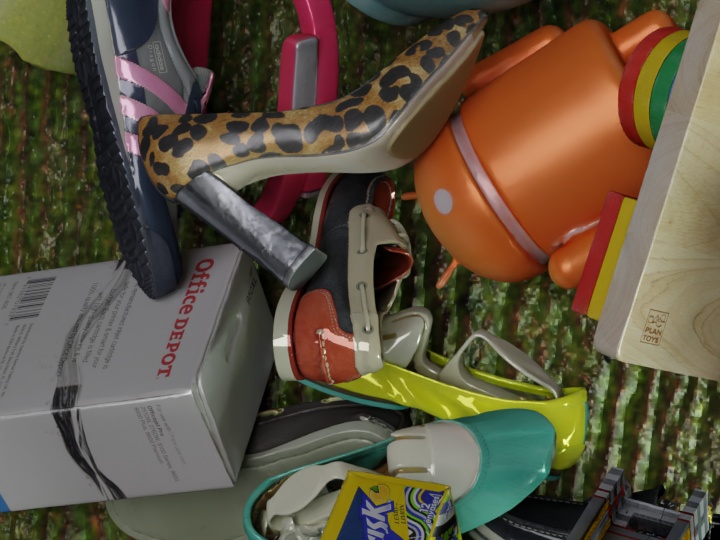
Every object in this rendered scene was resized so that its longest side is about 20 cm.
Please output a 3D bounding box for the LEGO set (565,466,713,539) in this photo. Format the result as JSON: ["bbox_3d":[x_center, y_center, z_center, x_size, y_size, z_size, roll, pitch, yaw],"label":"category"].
[{"bbox_3d":[0.190,0.192,1.210,0.199,0.116,0.154,6,129,33],"label":"LEGO set"}]

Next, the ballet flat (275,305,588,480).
[{"bbox_3d":[0.047,0.061,1.346,0.199,0.067,0.067,22,108,10],"label":"ballet flat"}]

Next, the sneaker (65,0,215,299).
[{"bbox_3d":[-0.120,-0.086,1.346,0.082,0.070,0.201,-12,95,-22],"label":"sneaker"}]

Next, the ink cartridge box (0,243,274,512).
[{"bbox_3d":[-0.164,0.068,1.377,0.199,0.145,0.085,-8,127,18],"label":"ink cartridge box"}]

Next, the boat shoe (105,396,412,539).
[{"bbox_3d":[-0.062,0.125,1.390,0.200,0.061,0.072,-12,113,19],"label":"boat shoe"}]

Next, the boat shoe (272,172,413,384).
[{"bbox_3d":[0.000,0.000,1.322,0.062,0.200,0.072,-4,120,16],"label":"boat shoe"}]

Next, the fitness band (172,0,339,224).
[{"bbox_3d":[-0.071,-0.120,1.373,0.143,0.037,0.201,35,128,41],"label":"fitness band"}]

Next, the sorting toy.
[{"bbox_3d":[0.206,-0.043,1.246,0.069,0.199,0.200,22,96,44],"label":"sorting toy"}]

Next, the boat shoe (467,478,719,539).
[{"bbox_3d":[0.157,0.153,1.298,0.199,0.075,0.063,13,108,14],"label":"boat shoe"}]

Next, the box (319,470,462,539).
[{"bbox_3d":[0.026,0.203,1.277,0.064,0.201,0.070,8,52,20],"label":"box"}]

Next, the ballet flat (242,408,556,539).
[{"bbox_3d":[0.017,0.127,1.292,0.199,0.070,0.068,-23,60,21],"label":"ballet flat"}]

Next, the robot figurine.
[{"bbox_3d":[0.116,-0.068,1.313,0.199,0.117,0.144,-33,92,14],"label":"robot figurine"}]

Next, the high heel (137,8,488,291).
[{"bbox_3d":[-0.031,-0.104,1.284,0.142,0.071,0.200,38,82,20],"label":"high heel"}]

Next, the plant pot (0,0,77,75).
[{"bbox_3d":[-0.186,-0.233,1.407,0.200,0.200,0.185,34,107,18],"label":"plant pot"}]

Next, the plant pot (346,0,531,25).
[{"bbox_3d":[0.043,-0.230,1.329,0.134,0.200,0.201,-38,73,40],"label":"plant pot"}]
